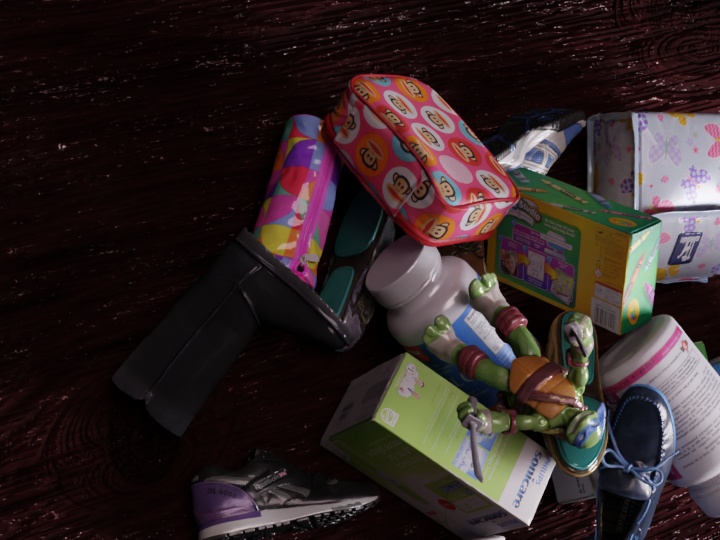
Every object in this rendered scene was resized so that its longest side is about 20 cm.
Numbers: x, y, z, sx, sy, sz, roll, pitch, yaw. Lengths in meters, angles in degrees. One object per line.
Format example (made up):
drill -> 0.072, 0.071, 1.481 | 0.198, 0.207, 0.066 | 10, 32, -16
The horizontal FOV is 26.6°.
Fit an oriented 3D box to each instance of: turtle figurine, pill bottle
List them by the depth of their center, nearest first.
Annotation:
turtle figurine -> 0.147, 0.085, 1.463 | 0.199, 0.145, 0.194 | 2, 32, -48
pill bottle -> 0.097, 0.057, 1.618 | 0.200, 0.112, 0.113 | 46, 60, -23
pill bottle -> 0.347, 0.158, 1.630 | 0.113, 0.113, 0.201 | -42, 94, -29

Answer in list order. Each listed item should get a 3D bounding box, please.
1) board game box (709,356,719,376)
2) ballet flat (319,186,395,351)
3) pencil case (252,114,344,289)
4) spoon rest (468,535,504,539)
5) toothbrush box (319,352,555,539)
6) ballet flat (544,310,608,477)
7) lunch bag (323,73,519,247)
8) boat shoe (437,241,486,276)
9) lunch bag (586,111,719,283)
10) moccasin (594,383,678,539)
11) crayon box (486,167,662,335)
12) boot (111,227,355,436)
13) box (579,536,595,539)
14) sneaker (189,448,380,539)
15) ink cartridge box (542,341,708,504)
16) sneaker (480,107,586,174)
board game box -> 0.498, 0.096, 1.769 | 0.198, 0.196, 0.056 | -22, 84, -28
ballet flat -> 0.000, 0.000, 1.650 | 0.072, 0.072, 0.202 | 27, 65, -15
pencil case -> -0.064, -0.066, 1.623 | 0.088, 0.088, 0.202 | 20, 66, -18
spoon rest -> 0.128, 0.376, 1.594 | 0.098, 0.060, 0.203 | -4, 92, -25
toothbrush box -> 0.079, 0.186, 1.575 | 0.199, 0.145, 0.087 | 34, 64, -13
ballet flat -> 0.220, 0.137, 1.587 | 0.068, 0.063, 0.202 | 15, 52, -9
lunch bag -> 0.073, -0.121, 1.611 | 0.175, 0.082, 0.201 | -9, 54, -49
boat shoe -> 0.101, -0.031, 1.696 | 0.071, 0.068, 0.202 | -17, 82, -28
lunch bag -> 0.364, -0.085, 1.801 | 0.168, 0.127, 0.203 | 0, 95, -24
moccasin -> 0.284, 0.219, 1.579 | 0.068, 0.080, 0.202 | -38, 134, -56
crayon box -> 0.228, -0.024, 1.659 | 0.058, 0.199, 0.120 | -21, 124, -38
boot -> -0.126, 0.084, 1.510 | 0.165, 0.066, 0.200 | 41, 85, 12
box -> 0.220, 0.356, 1.617 | 0.199, 0.032, 0.123 | -5, 90, -44
sneaker -> -0.075, 0.217, 1.538 | 0.198, 0.076, 0.089 | -5, 70, -26
ink cartridge box -> 0.306, 0.171, 1.719 | 0.198, 0.084, 0.148 | -7, 78, -26
sneaker -> 0.192, -0.133, 1.779 | 0.199, 0.075, 0.078 | -32, 116, -32
